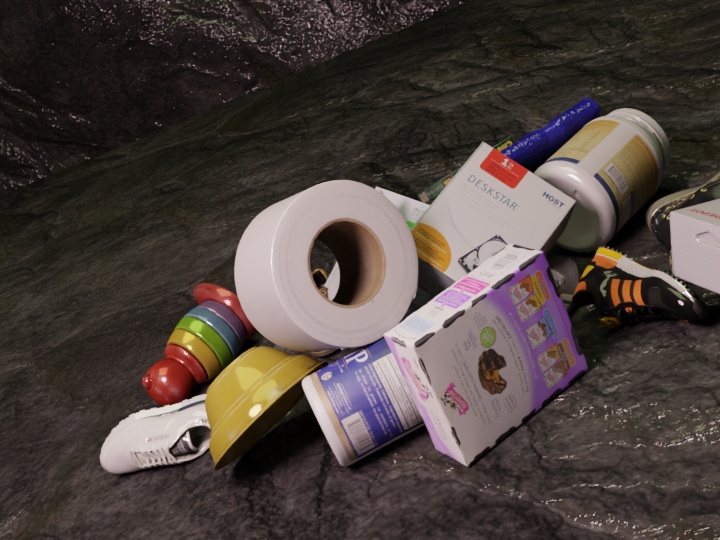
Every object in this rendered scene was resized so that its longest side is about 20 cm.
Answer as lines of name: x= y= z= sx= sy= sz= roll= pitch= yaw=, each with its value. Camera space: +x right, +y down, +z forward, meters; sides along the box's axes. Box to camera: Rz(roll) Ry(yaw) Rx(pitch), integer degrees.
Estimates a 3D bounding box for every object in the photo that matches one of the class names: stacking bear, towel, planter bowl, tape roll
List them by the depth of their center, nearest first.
tape roll: x=-0.044 y=-0.002 z=1.370 sx=0.202 sy=0.204 sz=0.139 roll=-36 pitch=9 yaw=-25
planter bowl: x=-0.141 y=0.159 z=1.410 sx=0.200 sy=0.083 sz=0.201 roll=-44 pitch=-8 yaw=-8
towel: x=0.267 y=-0.183 z=1.668 sx=0.199 sy=0.050 sz=0.148 roll=-32 pitch=-18 yaw=-9
stacking bear: x=-0.261 y=0.130 z=1.720 sx=0.113 sy=0.122 sz=0.201 roll=-8 pitch=36 yaw=52

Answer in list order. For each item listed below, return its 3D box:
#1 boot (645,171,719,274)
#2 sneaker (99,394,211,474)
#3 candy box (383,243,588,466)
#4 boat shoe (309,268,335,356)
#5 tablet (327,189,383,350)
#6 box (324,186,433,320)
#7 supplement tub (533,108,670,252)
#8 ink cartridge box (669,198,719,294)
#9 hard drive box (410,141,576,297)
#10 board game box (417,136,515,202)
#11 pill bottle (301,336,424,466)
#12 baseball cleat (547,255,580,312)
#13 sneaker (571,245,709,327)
boot: x=0.474 y=-0.066 z=1.396 sx=0.202 sy=0.074 sz=0.154 roll=-24 pitch=24 yaw=17
sneaker: x=-0.278 y=0.241 z=1.532 sx=0.198 sy=0.077 sz=0.081 roll=-25 pitch=31 yaw=6
candy box: x=0.147 y=0.095 z=1.255 sx=0.199 sy=0.169 sz=0.071 roll=-34 pitch=24 yaw=-20
boat shoe: x=-0.064 y=0.063 z=1.694 sx=0.071 sy=0.069 sz=0.200 roll=-22 pitch=23 yaw=5
tablet: x=0.000 y=0.000 z=1.530 sx=0.013 sy=0.201 sz=0.131 roll=10 pitch=40 yaw=-23
box: x=0.058 y=-0.013 z=1.600 sx=0.178 sy=0.096 sz=0.200 roll=-62 pitch=26 yaw=1
supplement tub: x=0.349 y=-0.135 z=1.583 sx=0.143 sy=0.146 sz=0.200 roll=2 pitch=34 yaw=49
ink cartridge box: x=0.475 y=-0.037 z=1.240 sx=0.197 sy=0.085 sz=0.145 roll=-15 pitch=19 yaw=-19
hard drive box: x=0.165 y=-0.046 z=1.444 sx=0.155 sy=0.077 sz=0.201 roll=33 pitch=65 yaw=14
board game box: x=0.169 y=-0.160 z=1.764 sx=0.104 sy=0.024 sz=0.200 roll=-31 pitch=1 yaw=-18
pill bottle: x=0.039 y=0.142 z=1.333 sx=0.198 sy=0.121 sz=0.120 roll=-27 pitch=22 yaw=-4
baseball cleat: x=0.232 y=0.033 z=1.390 sx=0.069 sy=0.107 sz=0.200 roll=26 pitch=53 yaw=18
sneaker: x=0.337 y=0.041 z=1.329 sx=0.090 sy=0.070 sz=0.200 roll=-53 pitch=31 yaw=-1
